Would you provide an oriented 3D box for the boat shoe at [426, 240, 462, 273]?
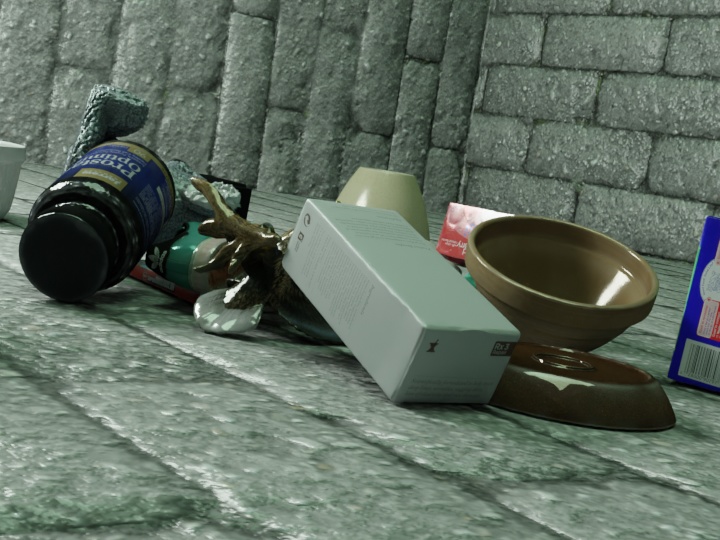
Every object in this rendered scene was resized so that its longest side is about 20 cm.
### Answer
[{"bbox_3d":[0.054,-0.007,1.537,0.092,0.076,0.200,15,4,-21],"label":"boat shoe"}]

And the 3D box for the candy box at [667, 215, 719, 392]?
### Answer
[{"bbox_3d":[0.400,0.034,1.242,0.076,0.171,0.199,17,8,31],"label":"candy box"}]

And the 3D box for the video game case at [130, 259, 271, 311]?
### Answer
[{"bbox_3d":[-0.154,0.016,1.287,0.142,0.018,0.199,4,7,-36],"label":"video game case"}]

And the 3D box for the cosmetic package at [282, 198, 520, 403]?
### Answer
[{"bbox_3d":[0.027,0.023,0.960,0.101,0.075,0.200,6,29,-35],"label":"cosmetic package"}]

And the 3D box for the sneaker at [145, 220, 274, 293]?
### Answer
[{"bbox_3d":[-0.150,-0.022,1.220,0.079,0.072,0.200,15,9,15],"label":"sneaker"}]

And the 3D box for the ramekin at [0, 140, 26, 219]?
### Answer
[{"bbox_3d":[-0.566,-0.133,1.636,0.197,0.106,0.200,10,6,-1],"label":"ramekin"}]

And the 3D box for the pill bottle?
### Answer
[{"bbox_3d":[-0.255,-0.048,1.154,0.110,0.113,0.200,9,22,2],"label":"pill bottle"}]

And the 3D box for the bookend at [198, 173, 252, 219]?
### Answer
[{"bbox_3d":[-0.239,-0.099,1.881,0.197,0.093,0.199,15,7,33],"label":"bookend"}]

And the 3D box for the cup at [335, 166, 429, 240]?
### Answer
[{"bbox_3d":[0.038,-0.106,2.126,0.198,0.145,0.200,10,5,-1],"label":"cup"}]

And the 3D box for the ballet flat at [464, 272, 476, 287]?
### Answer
[{"bbox_3d":[0.125,0.040,1.343,0.070,0.068,0.200,37,16,20],"label":"ballet flat"}]

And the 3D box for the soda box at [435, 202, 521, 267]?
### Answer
[{"bbox_3d":[0.184,-0.028,1.414,0.063,0.071,0.199,21,-5,-43],"label":"soda box"}]

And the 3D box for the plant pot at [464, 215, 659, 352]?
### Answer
[{"bbox_3d":[0.199,0.027,1.232,0.198,0.094,0.201,9,28,-5],"label":"plant pot"}]

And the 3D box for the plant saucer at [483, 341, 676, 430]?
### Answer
[{"bbox_3d":[0.169,0.091,1.005,0.198,0.035,0.200,10,5,-1],"label":"plant saucer"}]

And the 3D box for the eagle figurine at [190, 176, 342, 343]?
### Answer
[{"bbox_3d":[-0.057,-0.001,1.112,0.150,0.153,0.200,-19,-29,22],"label":"eagle figurine"}]

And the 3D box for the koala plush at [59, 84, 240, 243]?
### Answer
[{"bbox_3d":[-0.243,-0.074,1.357,0.198,0.186,0.178,18,-36,-17],"label":"koala plush"}]
